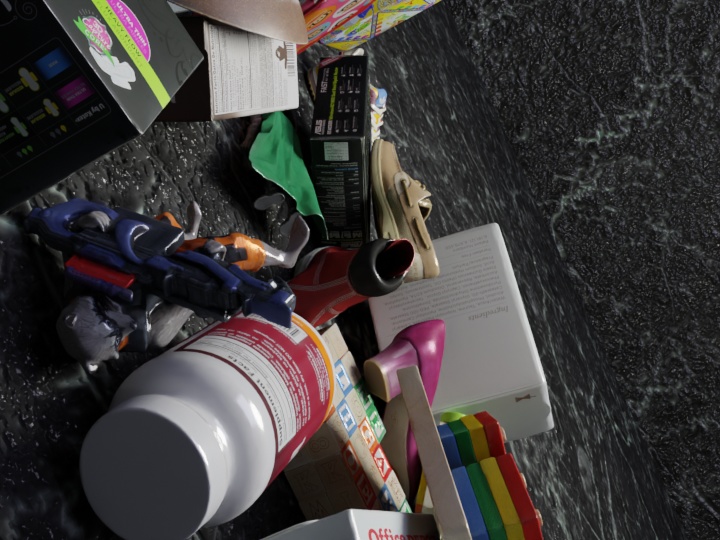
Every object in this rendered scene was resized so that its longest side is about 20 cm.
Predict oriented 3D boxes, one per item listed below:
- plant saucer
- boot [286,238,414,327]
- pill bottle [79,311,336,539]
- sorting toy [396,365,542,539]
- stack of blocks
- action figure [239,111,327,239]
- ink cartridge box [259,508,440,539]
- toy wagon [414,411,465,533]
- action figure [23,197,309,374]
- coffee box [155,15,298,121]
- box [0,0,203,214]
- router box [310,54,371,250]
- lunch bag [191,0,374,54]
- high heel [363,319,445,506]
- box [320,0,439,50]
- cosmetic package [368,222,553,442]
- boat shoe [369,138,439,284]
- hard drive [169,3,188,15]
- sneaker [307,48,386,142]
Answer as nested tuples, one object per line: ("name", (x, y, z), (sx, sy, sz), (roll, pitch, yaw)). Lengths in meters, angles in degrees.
("plant saucer", (-0.130, -0.238, 0.739), (0.199, 0.035, 0.200), (21, 19, -8))
("boot", (0.000, 0.000, 0.923), (0.073, 0.144, 0.200), (62, 18, -7))
("pill bottle", (-0.096, 0.098, 0.606), (0.113, 0.113, 0.200), (65, 20, -4))
("sorting toy", (0.096, 0.200, 0.705), (0.199, 0.069, 0.201), (-105, 179, -63))
("stack of blocks", (-0.020, 0.161, 0.813), (0.201, 0.058, 0.115), (65, 19, -5))
("action figure", (-0.090, -0.123, 0.963), (0.118, 0.055, 0.200), (49, 19, -37))
("ink cartridge box", (-0.012, 0.270, 0.581), (0.145, 0.144, 0.201), (32, 39, -59))
("toy wagon", (0.079, 0.241, 0.935), (0.200, 0.039, 0.156), (86, 17, -62))
("action figure", (-0.115, 0.015, 0.609), (0.193, 0.199, 0.105), (-33, 139, -50))
("coffee box", (-0.139, -0.173, 0.777), (0.200, 0.114, 0.080), (-38, 128, -69))
("box", (-0.218, -0.168, 0.572), (0.200, 0.124, 0.149), (56, 22, -24))
("router box", (-0.019, -0.142, 1.069), (0.200, 0.062, 0.150), (-87, 175, -51))
("lunch bag", (-0.075, -0.277, 0.961), (0.082, 0.199, 0.176), (60, 20, -4))
("high heel", (0.054, 0.145, 0.905), (0.096, 0.067, 0.201), (-29, 122, -32))
("box", (0.001, -0.476, 1.392), (0.201, 0.192, 0.122), (66, 19, 1))
("cosmetic package", (0.112, 0.086, 1.036), (0.168, 0.166, 0.201), (62, 14, -60))
("boat shoe", (0.047, -0.067, 1.014), (0.071, 0.064, 0.201), (84, -1, -55))
("hard drive", (-0.239, -0.318, 0.824), (0.201, 0.033, 0.140), (62, 20, -11))
("sneaker", (0.002, -0.203, 1.239), (0.201, 0.090, 0.075), (66, 19, -1))
